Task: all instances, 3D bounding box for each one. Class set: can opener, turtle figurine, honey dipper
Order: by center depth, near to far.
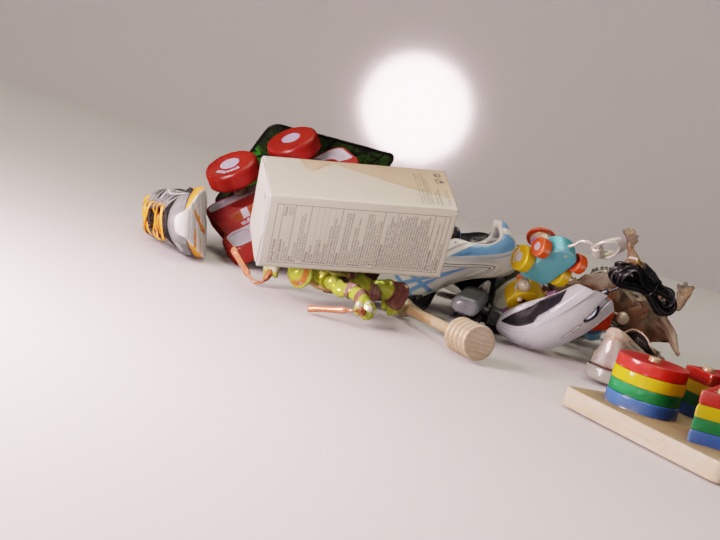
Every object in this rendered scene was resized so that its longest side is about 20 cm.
[{"bbox_3d":[0.084,0.056,1.454,0.038,0.038,0.200,13,5,-23],"label":"honey dipper"},{"bbox_3d":[-0.033,0.003,1.474,0.200,0.065,0.161,22,9,40],"label":"turtle figurine"},{"bbox_3d":[0.140,0.046,1.588,0.066,0.053,0.200,19,7,14],"label":"can opener"}]

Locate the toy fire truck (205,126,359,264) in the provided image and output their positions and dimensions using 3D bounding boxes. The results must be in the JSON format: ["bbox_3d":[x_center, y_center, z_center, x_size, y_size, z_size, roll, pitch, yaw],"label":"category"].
[{"bbox_3d":[-0.086,-0.082,1.644,0.200,0.112,0.168,-24,31,-12],"label":"toy fire truck"}]

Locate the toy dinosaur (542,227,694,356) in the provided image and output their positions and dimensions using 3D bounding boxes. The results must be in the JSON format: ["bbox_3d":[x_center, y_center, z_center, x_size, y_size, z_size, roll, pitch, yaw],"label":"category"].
[{"bbox_3d":[0.327,0.046,1.662,0.086,0.136,0.200,-26,56,-30],"label":"toy dinosaur"}]

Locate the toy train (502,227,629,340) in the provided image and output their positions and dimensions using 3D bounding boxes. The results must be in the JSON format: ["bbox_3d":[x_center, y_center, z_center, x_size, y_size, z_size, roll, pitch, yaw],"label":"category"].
[{"bbox_3d":[0.237,0.008,1.561,0.150,0.056,0.200,-5,-36,0],"label":"toy train"}]

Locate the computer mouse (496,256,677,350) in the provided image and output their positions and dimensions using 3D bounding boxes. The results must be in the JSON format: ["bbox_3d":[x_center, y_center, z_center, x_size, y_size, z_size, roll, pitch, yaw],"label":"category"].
[{"bbox_3d":[0.248,0.051,1.535,0.200,0.044,0.110,-25,-37,26],"label":"computer mouse"}]

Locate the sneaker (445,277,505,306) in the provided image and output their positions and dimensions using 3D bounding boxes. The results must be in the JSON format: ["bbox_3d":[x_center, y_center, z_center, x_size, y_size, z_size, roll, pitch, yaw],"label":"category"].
[{"bbox_3d":[0.190,0.008,1.878,0.200,0.082,0.077,14,7,-20],"label":"sneaker"}]

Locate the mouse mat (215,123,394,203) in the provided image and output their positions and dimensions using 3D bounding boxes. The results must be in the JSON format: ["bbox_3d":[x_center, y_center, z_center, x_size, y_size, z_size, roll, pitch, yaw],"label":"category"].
[{"bbox_3d":[-0.072,-0.119,1.784,0.200,0.161,0.008,12,45,-34],"label":"mouse mat"}]

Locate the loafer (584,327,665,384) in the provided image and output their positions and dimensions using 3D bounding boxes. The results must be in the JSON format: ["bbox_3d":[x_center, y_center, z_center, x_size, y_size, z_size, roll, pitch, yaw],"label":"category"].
[{"bbox_3d":[0.309,0.095,1.542,0.072,0.063,0.200,20,8,23],"label":"loafer"}]

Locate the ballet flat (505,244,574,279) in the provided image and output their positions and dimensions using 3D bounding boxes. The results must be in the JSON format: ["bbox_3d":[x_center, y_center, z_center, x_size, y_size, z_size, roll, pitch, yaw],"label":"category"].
[{"bbox_3d":[0.265,0.019,1.844,0.200,0.046,0.067,33,-45,-23],"label":"ballet flat"}]

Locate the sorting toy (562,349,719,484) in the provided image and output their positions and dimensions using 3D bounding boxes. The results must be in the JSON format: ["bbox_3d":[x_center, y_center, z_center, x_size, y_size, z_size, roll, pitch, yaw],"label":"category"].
[{"bbox_3d":[0.327,0.133,1.250,0.199,0.070,0.200,11,9,-35],"label":"sorting toy"}]

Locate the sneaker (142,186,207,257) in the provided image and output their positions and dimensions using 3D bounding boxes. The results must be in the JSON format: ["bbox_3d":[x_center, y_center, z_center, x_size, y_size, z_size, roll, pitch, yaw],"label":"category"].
[{"bbox_3d":[-0.213,-0.057,1.557,0.077,0.078,0.200,2,5,-7],"label":"sneaker"}]

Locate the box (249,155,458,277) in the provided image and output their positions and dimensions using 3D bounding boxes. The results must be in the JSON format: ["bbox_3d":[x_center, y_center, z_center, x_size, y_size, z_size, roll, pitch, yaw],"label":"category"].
[{"bbox_3d":[-0.009,-0.055,1.418,0.200,0.095,0.078,5,37,-14],"label":"box"}]

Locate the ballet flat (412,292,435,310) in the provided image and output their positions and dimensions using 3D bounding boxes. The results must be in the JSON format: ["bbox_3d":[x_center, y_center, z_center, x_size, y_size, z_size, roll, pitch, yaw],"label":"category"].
[{"bbox_3d":[0.000,0.000,1.669,0.200,0.057,0.066,12,-16,24],"label":"ballet flat"}]

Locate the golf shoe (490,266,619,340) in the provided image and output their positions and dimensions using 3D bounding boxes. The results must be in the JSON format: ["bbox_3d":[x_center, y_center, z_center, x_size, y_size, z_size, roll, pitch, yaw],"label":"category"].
[{"bbox_3d":[0.263,0.045,1.774,0.200,0.077,0.088,-3,46,16],"label":"golf shoe"}]

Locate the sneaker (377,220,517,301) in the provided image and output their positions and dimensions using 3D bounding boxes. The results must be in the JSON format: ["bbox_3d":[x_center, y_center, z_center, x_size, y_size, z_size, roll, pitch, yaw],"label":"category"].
[{"bbox_3d":[0.087,-0.008,1.590,0.200,0.073,0.072,-16,3,-11],"label":"sneaker"}]

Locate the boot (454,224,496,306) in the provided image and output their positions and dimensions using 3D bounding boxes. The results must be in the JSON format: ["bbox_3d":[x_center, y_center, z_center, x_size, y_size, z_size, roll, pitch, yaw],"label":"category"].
[{"bbox_3d":[0.096,-0.016,1.726,0.162,0.073,0.198,12,-18,5],"label":"boot"}]
